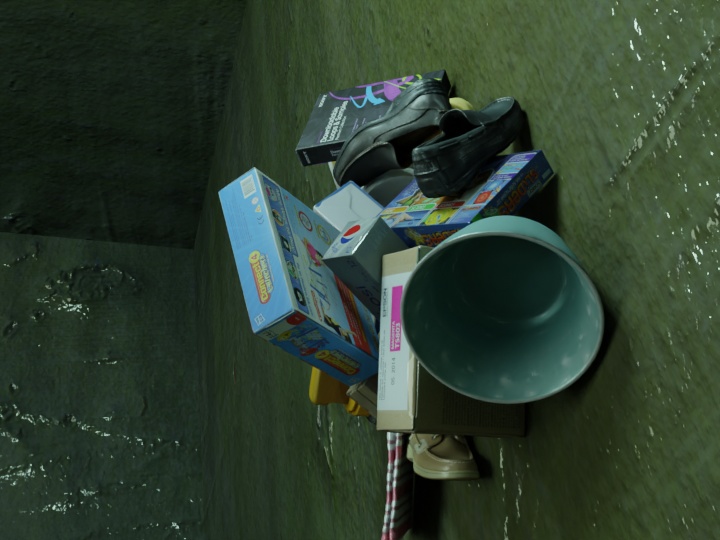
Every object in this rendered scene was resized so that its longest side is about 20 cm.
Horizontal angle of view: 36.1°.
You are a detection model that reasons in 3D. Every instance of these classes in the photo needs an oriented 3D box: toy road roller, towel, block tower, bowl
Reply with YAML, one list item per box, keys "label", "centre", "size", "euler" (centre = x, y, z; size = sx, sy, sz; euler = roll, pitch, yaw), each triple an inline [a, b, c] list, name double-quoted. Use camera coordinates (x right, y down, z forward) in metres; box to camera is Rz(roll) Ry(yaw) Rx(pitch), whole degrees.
- label: "toy road roller"
  centre: [-0.010, 0.143, 1.659]
  size: [0.200, 0.145, 0.124]
  euler: [-126, 44, -66]
- label: "towel"
  centre: [0.051, 0.268, 1.512]
  size: [0.146, 0.030, 0.201]
  euler: [35, -122, -78]
- label: "block tower"
  centre: [0.049, 0.094, 1.370]
  size: [0.054, 0.058, 0.200]
  euler: [-40, 13, 48]
- label: "bowl"
  centre: [0.148, 0.025, 1.123]
  size: [0.105, 0.200, 0.202]
  euler: [-65, -8, -57]

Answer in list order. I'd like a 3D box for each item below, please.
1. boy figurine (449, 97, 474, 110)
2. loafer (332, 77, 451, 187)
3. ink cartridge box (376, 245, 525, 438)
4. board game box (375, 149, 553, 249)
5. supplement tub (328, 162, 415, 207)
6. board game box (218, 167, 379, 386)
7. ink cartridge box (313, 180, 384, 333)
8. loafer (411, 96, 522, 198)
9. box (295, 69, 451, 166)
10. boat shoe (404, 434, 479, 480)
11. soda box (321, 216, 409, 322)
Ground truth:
- label: "boy figurine"
  centre: [0.130, -0.139, 1.413]
  size: [0.124, 0.064, 0.201]
  euler: [124, 144, -64]
- label: "loafer"
  centre: [0.039, -0.160, 1.422]
  size: [0.200, 0.073, 0.073]
  euler: [-42, 51, 33]
- label: "ink cartridge box"
  centre: [0.104, 0.084, 1.233]
  size: [0.075, 0.164, 0.201]
  euler: [-10, 74, 55]
- label: "board game box"
  centre: [0.108, -0.078, 1.267]
  size: [0.200, 0.135, 0.035]
  euler: [0, 129, 56]
- label: "supplement tub"
  centre: [0.037, -0.131, 1.584]
  size: [0.200, 0.145, 0.146]
  euler: [-109, 28, -54]
- label: "board game box"
  centre: [-0.065, 0.011, 1.268]
  size: [0.056, 0.196, 0.201]
  euler: [-30, 54, 18]
- label: "ink cartridge box"
  centre: [0.000, 0.000, 1.480]
  size: [0.136, 0.076, 0.200]
  euler: [42, 148, 24]
- label: "loafer"
  centre: [0.124, -0.155, 1.260]
  size: [0.068, 0.201, 0.071]
  euler: [-6, 118, 43]
- label: "box"
  centre: [0.019, -0.214, 1.545]
  size: [0.143, 0.199, 0.036]
  euler: [-73, -35, -46]
- label: "boat shoe"
  centre: [0.098, 0.220, 1.395]
  size: [0.200, 0.071, 0.065]
  euler: [-167, 82, -75]
- label: "soda box"
  centre: [0.050, 0.029, 1.289]
  size: [0.068, 0.200, 0.064]
  euler: [-8, 41, 55]
